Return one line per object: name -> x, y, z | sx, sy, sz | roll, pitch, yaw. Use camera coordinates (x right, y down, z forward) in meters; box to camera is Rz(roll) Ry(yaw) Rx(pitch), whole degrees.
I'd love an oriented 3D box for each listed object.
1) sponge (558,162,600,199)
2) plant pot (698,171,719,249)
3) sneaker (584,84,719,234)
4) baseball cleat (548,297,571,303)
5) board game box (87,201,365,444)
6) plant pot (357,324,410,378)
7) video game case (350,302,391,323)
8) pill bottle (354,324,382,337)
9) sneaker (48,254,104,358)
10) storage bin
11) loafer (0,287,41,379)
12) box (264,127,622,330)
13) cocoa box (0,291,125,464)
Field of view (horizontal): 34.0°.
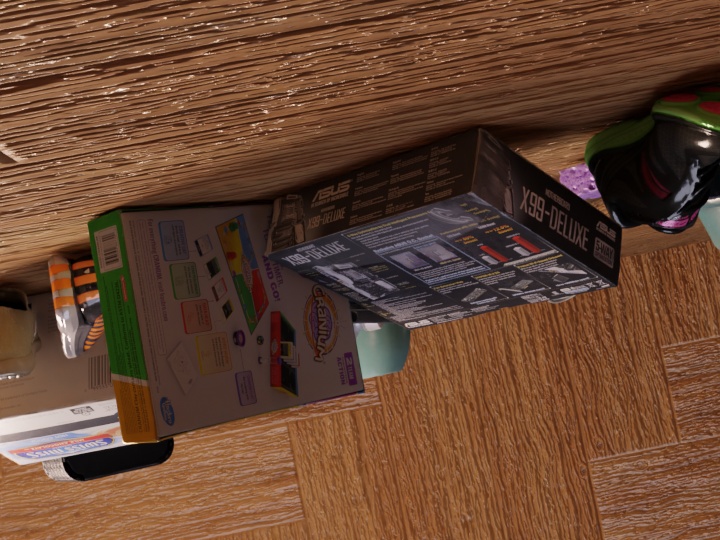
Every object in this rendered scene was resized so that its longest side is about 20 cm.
sponge -> 0.265, -0.095, 0.940 | 0.111, 0.030, 0.200 | -9, 175, -37
plant pot -> 0.384, -0.008, 0.928 | 0.199, 0.197, 0.200 | -24, -175, 2
sneaker -> 0.212, -0.069, 0.767 | 0.076, 0.084, 0.200 | -11, 176, -10
baseball cleat -> 0.197, -0.014, 1.315 | 0.069, 0.107, 0.200 | -16, 178, -2
board game box -> -0.089, 0.030, 0.841 | 0.040, 0.154, 0.199 | -13, 175, 43
plant pot -> -0.004, 0.105, 2.008 | 0.199, 0.162, 0.201 | -11, 175, -1
video game case -> -0.034, 0.042, 1.269 | 0.199, 0.019, 0.143 | -3, -175, 12
pill bottle -> -0.078, 0.052, 1.441 | 0.199, 0.113, 0.112 | -12, 176, 8
sneaker -> -0.200, 0.025, 0.996 | 0.111, 0.078, 0.200 | -9, 175, -14
storage bin -> -0.311, 0.141, 1.395 | 0.135, 0.201, 0.094 | -8, 176, -30
loafer -> -0.327, 0.048, 1.070 | 0.075, 0.069, 0.200 | -5, -170, -20
box -> 0.055, -0.020, 0.826 | 0.157, 0.050, 0.199 | 28, 151, -37
cocoa box -> -0.289, 0.104, 1.204 | 0.199, 0.134, 0.131 | -12, 152, 9
